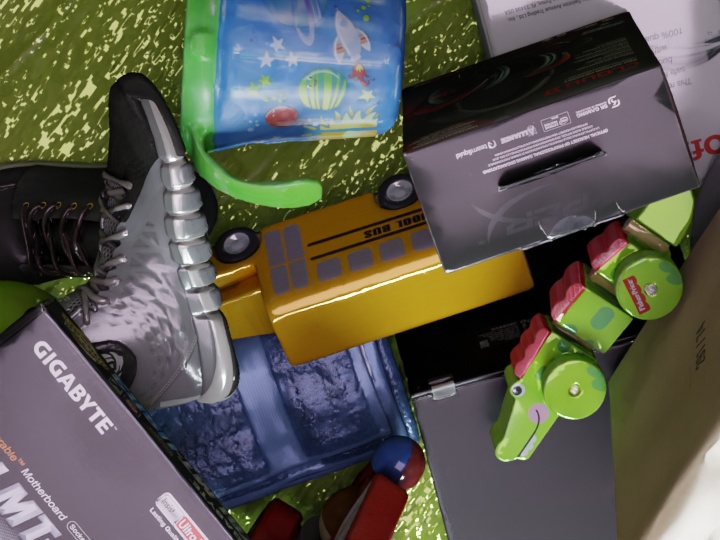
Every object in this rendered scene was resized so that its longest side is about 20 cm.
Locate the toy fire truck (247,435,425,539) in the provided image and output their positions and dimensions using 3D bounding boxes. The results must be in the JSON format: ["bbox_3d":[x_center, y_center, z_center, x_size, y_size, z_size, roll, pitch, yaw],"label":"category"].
[{"bbox_3d":[-0.015,0.185,1.487,0.112,0.200,0.168,34,126,-2],"label":"toy fire truck"}]

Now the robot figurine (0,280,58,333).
[{"bbox_3d":[-0.245,0.080,1.492,0.200,0.116,0.175,-26,127,26],"label":"robot figurine"}]

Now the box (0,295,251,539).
[{"bbox_3d":[-0.190,0.153,1.373,0.198,0.050,0.200,-38,95,6],"label":"box"}]

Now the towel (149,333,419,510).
[{"bbox_3d":[-0.071,0.091,1.555,0.199,0.049,0.112,-19,103,2],"label":"towel"}]

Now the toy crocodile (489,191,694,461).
[{"bbox_3d":[0.132,0.026,1.423,0.062,0.068,0.200,31,107,-11],"label":"toy crocodile"}]

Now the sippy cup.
[{"bbox_3d":[-0.040,-0.133,1.456,0.130,0.140,0.179,4,102,-2],"label":"sippy cup"}]

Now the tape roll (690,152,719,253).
[{"bbox_3d":[0.304,-0.031,1.491,0.200,0.066,0.201,-14,129,-18],"label":"tape roll"}]

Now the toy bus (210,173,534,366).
[{"bbox_3d":[0.000,0.000,1.498,0.199,0.078,0.065,-18,137,4],"label":"toy bus"}]

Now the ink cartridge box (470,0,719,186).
[{"bbox_3d":[0.147,-0.144,1.493,0.146,0.083,0.201,-14,104,1],"label":"ink cartridge box"}]

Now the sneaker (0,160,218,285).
[{"bbox_3d":[-0.188,-0.026,1.492,0.199,0.106,0.075,-11,104,0],"label":"sneaker"}]

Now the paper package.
[{"bbox_3d":[0.224,0.071,1.356,0.103,0.200,0.191,24,120,-11],"label":"paper package"}]

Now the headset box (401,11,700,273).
[{"bbox_3d":[0.103,-0.073,1.363,0.148,0.200,0.075,-19,104,6],"label":"headset box"}]

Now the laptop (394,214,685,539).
[{"bbox_3d":[0.124,0.068,1.530,0.187,0.200,0.116,-14,139,0],"label":"laptop"}]

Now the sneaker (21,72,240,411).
[{"bbox_3d":[-0.145,-0.006,1.401,0.115,0.075,0.201,-16,101,-11],"label":"sneaker"}]
